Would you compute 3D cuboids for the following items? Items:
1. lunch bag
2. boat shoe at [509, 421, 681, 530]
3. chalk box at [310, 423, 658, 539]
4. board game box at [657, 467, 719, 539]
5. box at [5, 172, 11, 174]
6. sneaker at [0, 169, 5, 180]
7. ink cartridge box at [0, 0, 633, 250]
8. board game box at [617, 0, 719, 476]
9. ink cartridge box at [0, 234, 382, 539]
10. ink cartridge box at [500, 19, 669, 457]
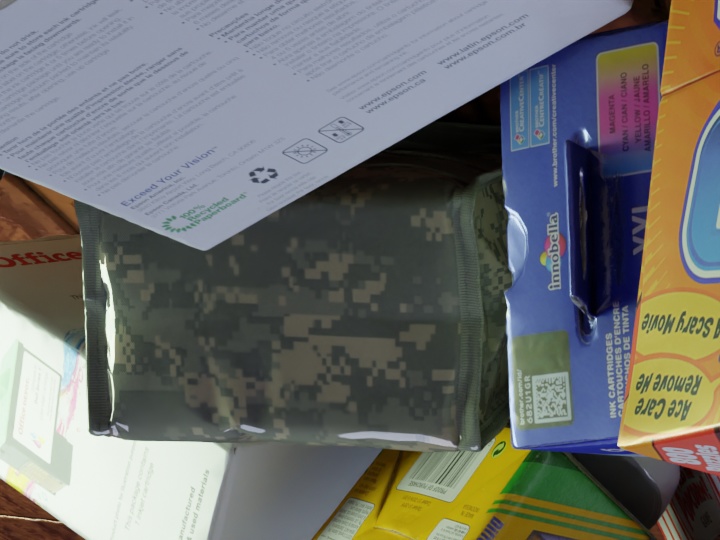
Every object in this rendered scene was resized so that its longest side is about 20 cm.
[{"bbox_3d":[0.000,0.000,1.080,0.163,0.118,0.200,1,-171,18],"label":"lunch bag"},{"bbox_3d":[0.089,0.068,1.127,0.074,0.065,0.200,42,163,-10],"label":"boat shoe"},{"bbox_3d":[0.076,0.167,1.073,0.200,0.124,0.124,45,165,-20],"label":"chalk box"},{"bbox_3d":[0.223,0.053,1.105,0.199,0.046,0.152,-23,167,-10],"label":"board game box"},{"bbox_3d":[-0.184,-0.082,1.046,0.199,0.038,0.137,10,164,-6],"label":"box"},{"bbox_3d":[-0.182,-0.028,1.046,0.081,0.075,0.200,20,163,-7],"label":"sneaker"},{"bbox_3d":[-0.050,-0.085,0.838,0.199,0.041,0.200,-28,149,32],"label":"ink cartridge box"},{"bbox_3d":[0.212,-0.040,0.684,0.199,0.201,0.200,16,164,-24],"label":"board game box"},{"bbox_3d":[-0.083,0.060,1.194,0.200,0.084,0.144,30,-156,36],"label":"ink cartridge box"},{"bbox_3d":[0.117,-0.004,0.907,0.076,0.137,0.199,-9,169,43],"label":"ink cartridge box"}]
